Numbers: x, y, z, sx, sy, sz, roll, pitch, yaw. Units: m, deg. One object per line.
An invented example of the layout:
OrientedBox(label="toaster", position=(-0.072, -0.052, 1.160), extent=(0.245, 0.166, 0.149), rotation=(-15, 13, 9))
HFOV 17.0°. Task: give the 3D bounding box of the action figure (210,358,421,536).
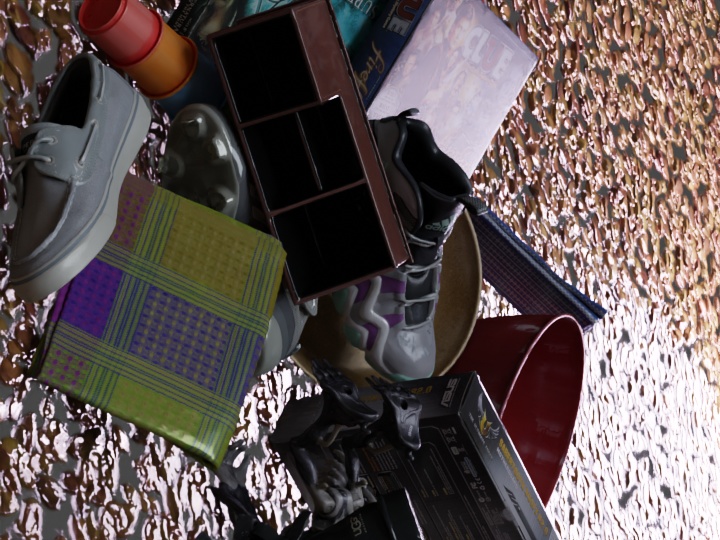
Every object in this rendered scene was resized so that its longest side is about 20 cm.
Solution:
OrientedBox(label="action figure", position=(-0.035, 0.155, 1.659), extent=(0.119, 0.200, 0.102), rotation=(10, 30, -37))

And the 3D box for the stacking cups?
OrientedBox(label="stacking cups", position=(-0.118, -0.130, 1.670), extent=(0.200, 0.060, 0.061), rotation=(43, 44, -50))

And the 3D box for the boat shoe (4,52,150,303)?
OrientedBox(label="boat shoe", position=(-0.190, -0.063, 1.510), extent=(0.072, 0.070, 0.201), rotation=(50, 33, -27))

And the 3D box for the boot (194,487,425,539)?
OrientedBox(label="boot", position=(-0.024, 0.232, 1.608), extent=(0.073, 0.162, 0.198), rotation=(-106, 177, -47))

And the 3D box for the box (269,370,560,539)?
OrientedBox(label="box", position=(0.047, 0.172, 1.767), extent=(0.200, 0.158, 0.048), rotation=(62, 33, -28))

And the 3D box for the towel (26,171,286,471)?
OrientedBox(label="towel", position=(-0.128, 0.025, 1.561), extent=(0.144, 0.023, 0.200), rotation=(26, 47, -15))

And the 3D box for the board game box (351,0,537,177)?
OrientedBox(label="board game box", position=(0.060, -0.148, 1.879), extent=(0.136, 0.035, 0.200), rotation=(-60, 152, -1))

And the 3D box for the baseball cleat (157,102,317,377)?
OrientedBox(label="baseball cleat", position=(-0.083, -0.028, 1.691), extent=(0.106, 0.070, 0.200), rotation=(-31, 118, -53))

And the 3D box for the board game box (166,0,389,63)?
OrientedBox(label="board game box", position=(-0.050, -0.183, 1.772), extent=(0.135, 0.028, 0.200), rotation=(-58, 143, 0))

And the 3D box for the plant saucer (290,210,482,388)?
OrientedBox(label="plant saucer", position=(0.000, 0.000, 1.807), extent=(0.200, 0.035, 0.200), rotation=(5, 81, -32))

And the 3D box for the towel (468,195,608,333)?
OrientedBox(label="towel", position=(0.133, 0.001, 1.977), extent=(0.145, 0.024, 0.200), rotation=(43, -8, 2))

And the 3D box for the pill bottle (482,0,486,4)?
OrientedBox(label="pill bottle", position=(0.009, -0.250, 1.909), extent=(0.200, 0.114, 0.114), rotation=(50, 38, -42))

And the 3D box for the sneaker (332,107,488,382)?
OrientedBox(label="sneaker", position=(0.043, -0.019, 1.726), extent=(0.078, 0.140, 0.200), rotation=(-26, 99, -46))

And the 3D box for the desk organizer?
OrientedBox(label="desk organizer", position=(-0.035, -0.083, 1.659), extent=(0.077, 0.072, 0.200), rotation=(-38, 111, -70))

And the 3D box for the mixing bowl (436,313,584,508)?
OrientedBox(label="mixing bowl", position=(0.090, 0.115, 1.895), extent=(0.200, 0.108, 0.200), rotation=(-48, 147, -46))
